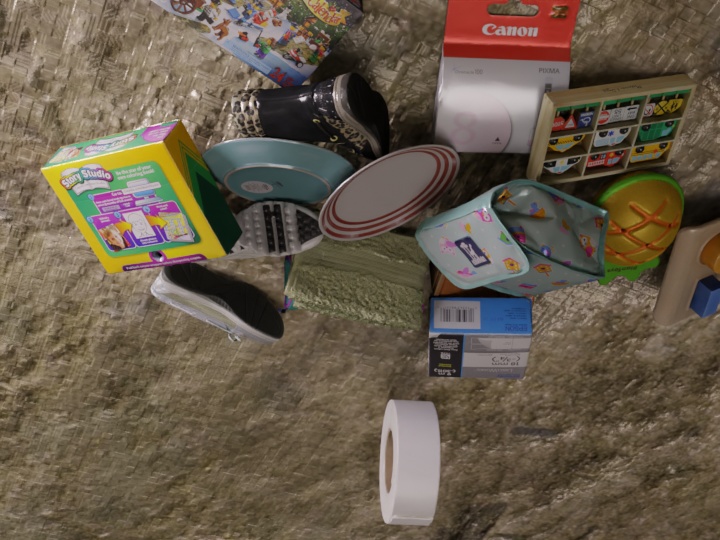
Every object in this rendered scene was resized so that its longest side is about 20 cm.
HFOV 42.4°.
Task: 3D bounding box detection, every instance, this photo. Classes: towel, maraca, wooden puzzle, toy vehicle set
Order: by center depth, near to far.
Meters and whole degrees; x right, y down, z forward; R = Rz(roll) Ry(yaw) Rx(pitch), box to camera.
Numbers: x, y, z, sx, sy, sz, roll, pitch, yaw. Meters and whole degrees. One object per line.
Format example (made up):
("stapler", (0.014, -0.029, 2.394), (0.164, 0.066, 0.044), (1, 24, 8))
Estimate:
("toy vehicle set", (0.313, -0.176, 1.167), (0.199, 0.027, 0.125), (-11, 135, -14))
("maraca", (0.367, -0.054, 1.264), (0.137, 0.107, 0.200), (-5, 136, -4))
("towel", (0.000, 0.000, 1.271), (0.199, 0.149, 0.036), (15, 158, -15))
("wooden puzzle", (0.525, -0.007, 1.318), (0.199, 0.046, 0.186), (-16, 135, -17))

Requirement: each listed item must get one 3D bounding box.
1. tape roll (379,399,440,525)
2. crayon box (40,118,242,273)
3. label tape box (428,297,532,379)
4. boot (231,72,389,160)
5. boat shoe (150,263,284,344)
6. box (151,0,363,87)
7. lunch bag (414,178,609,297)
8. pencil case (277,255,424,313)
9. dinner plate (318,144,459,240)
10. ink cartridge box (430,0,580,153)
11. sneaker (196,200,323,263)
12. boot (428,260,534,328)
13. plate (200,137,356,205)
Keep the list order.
("tape roll", (0.079, 0.313, 1.515), (0.071, 0.203, 0.203), (4, 132, -7))
("crayon box", (-0.276, -0.089, 1.179), (0.199, 0.058, 0.173), (-7, 125, 27))
("label tape box", (0.172, 0.116, 1.362), (0.144, 0.063, 0.200), (1, 147, 4))
("boot", (-0.052, -0.179, 1.125), (0.153, 0.074, 0.204), (-3, 169, 16))
("boat shoe", (-0.206, 0.053, 1.355), (0.202, 0.075, 0.065), (27, 132, -20))
("box", (-0.116, -0.307, 1.053), (0.200, 0.038, 0.137), (30, 125, -27))
("lunch bag", (0.193, -0.040, 1.204), (0.199, 0.122, 0.170), (15, 163, -28))
("pencil case", (-0.014, 0.030, 1.329), (0.199, 0.092, 0.085), (9, 100, -13))
("dinner plate", (0.034, -0.103, 1.191), (0.200, 0.024, 0.200), (-24, 158, -11))
("ink cartridge box", (0.175, -0.235, 1.129), (0.162, 0.057, 0.200), (1, 137, -4))
("sneaker", (-0.138, -0.049, 1.247), (0.199, 0.075, 0.081), (-4, 174, 20))
("boot", (0.178, 0.025, 1.342), (0.155, 0.077, 0.200), (-2, 135, 1))
("plate", (-0.103, -0.116, 1.169), (0.199, 0.026, 0.200), (3, 164, 1))
